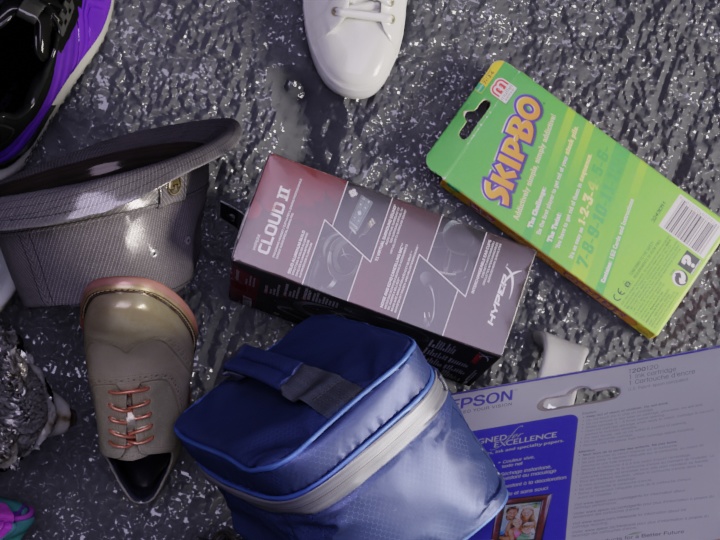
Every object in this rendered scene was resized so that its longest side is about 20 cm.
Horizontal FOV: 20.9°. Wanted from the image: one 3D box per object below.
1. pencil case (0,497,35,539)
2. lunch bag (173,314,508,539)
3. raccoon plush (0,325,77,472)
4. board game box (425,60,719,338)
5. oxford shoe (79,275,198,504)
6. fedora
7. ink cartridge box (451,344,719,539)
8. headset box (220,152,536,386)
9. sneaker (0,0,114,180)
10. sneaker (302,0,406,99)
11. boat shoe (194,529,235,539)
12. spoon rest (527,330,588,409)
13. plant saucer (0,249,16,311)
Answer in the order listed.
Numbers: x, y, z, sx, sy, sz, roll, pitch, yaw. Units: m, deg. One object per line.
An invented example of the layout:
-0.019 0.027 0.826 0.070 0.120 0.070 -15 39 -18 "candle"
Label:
-0.275 0.234 1.232 0.084 0.092 0.202 21 80 -25 "pencil case"
-0.022 0.103 1.177 0.135 0.200 0.133 -36 109 -19 "lunch bag"
-0.279 0.094 1.227 0.198 0.134 0.098 -12 90 -7 "raccoon plush"
0.147 -0.050 1.345 0.199 0.030 0.096 37 79 0 "board game box"
-0.135 0.075 1.209 0.070 0.201 0.074 -1 56 3 "oxford shoe"
-0.158 -0.028 1.252 0.175 0.200 0.091 -7 103 27 "fedora"
0.135 0.136 1.194 0.196 0.201 0.044 -11 124 18 "ink cartridge box"
0.000 0.000 1.264 0.198 0.149 0.078 21 78 0 "headset box"
-0.213 -0.160 1.290 0.069 0.100 0.202 20 68 -1 "sneaker"
0.001 -0.222 1.335 0.072 0.085 0.202 5 81 -5 "sneaker"
-0.097 0.205 1.267 0.198 0.070 0.067 -27 85 -1 "boat shoe"
0.105 0.135 1.293 0.098 0.061 0.202 19 79 -1 "spoon rest"
-0.317 -0.022 1.270 0.198 0.050 0.202 14 50 -17 "plant saucer"
